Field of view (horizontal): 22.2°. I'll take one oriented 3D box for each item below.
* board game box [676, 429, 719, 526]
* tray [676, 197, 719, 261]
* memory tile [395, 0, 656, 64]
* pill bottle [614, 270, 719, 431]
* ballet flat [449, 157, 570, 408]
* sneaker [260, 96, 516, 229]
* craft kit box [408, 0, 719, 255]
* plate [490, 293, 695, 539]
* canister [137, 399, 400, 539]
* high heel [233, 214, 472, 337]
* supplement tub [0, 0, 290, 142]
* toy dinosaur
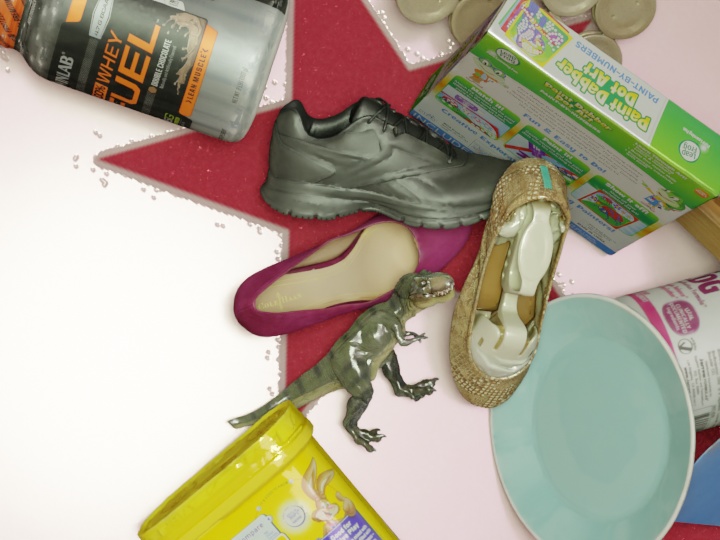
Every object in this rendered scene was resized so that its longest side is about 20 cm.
[{"bbox_3d":[0.312,0.129,1.382,0.199,0.039,0.158,11,128,-43],"label":"board game box"},{"bbox_3d":[0.317,-0.028,1.376,0.098,0.200,0.037,-22,135,-18],"label":"tray"},{"bbox_3d":[0.137,-0.225,1.386,0.199,0.017,0.154,19,116,-22],"label":"memory tile"},{"bbox_3d":[0.295,0.053,1.400,0.199,0.113,0.114,-14,89,-10],"label":"pill bottle"},{"bbox_3d":[0.109,0.018,1.341,0.070,0.065,0.201,5,111,-9],"label":"ballet flat"},{"bbox_3d":[0.026,-0.083,1.362,0.199,0.076,0.091,2,110,-4],"label":"sneaker"},{"bbox_3d":[0.150,-0.102,1.342,0.199,0.197,0.049,35,75,-6],"label":"craft kit box"},{"bbox_3d":[0.174,0.117,1.353,0.025,0.200,0.202,-2,87,-41],"label":"plate"},{"bbox_3d":[-0.044,0.219,1.343,0.148,0.087,0.200,-39,95,4],"label":"canister"},{"bbox_3d":[0.000,0.000,1.363,0.199,0.096,0.068,-27,91,-10],"label":"high heel"},{"bbox_3d":[-0.160,-0.180,1.334,0.199,0.122,0.123,18,84,-7],"label":"supplement tub"},{"bbox_3d":[0.004,0.080,1.384,0.200,0.047,0.088,-39,106,6],"label":"toy dinosaur"}]
